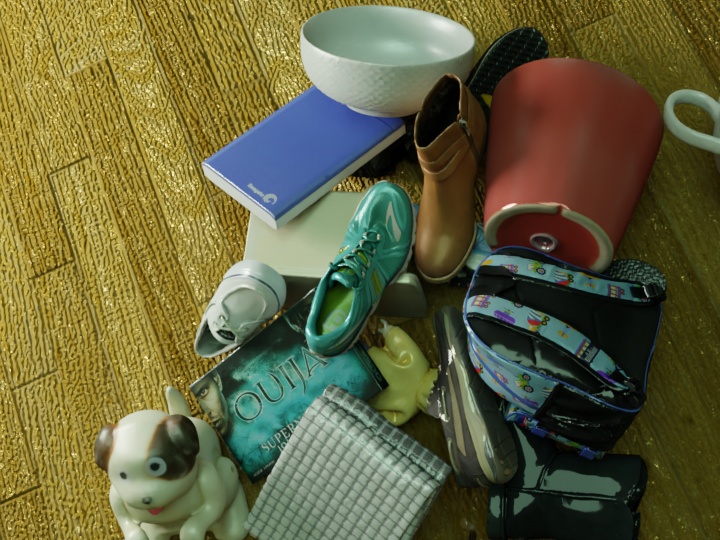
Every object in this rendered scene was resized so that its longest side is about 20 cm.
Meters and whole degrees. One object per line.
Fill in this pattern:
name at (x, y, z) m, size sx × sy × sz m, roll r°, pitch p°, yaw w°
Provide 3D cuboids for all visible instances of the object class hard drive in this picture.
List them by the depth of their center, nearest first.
hard drive at (-0.064, -0.140, 1.341) m, size 0.199 × 0.026 × 0.132 m, roll -38°, pitch 55°, yaw -23°

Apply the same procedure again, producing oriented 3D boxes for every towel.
towel at (-0.012, 0.242, 1.252) m, size 0.165 × 0.085 × 0.201 m, roll 34°, pitch 119°, yaw 12°

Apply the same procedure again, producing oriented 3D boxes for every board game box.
board game box at (-0.083, 0.129, 1.315) m, size 0.199 × 0.028 × 0.136 m, roll -38°, pitch 84°, yaw 19°

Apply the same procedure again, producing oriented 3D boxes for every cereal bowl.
cereal bowl at (0.030, -0.229, 1.329) m, size 0.197 × 0.084 × 0.201 m, roll 2°, pitch 30°, yaw -1°

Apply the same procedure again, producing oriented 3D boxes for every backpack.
backpack at (0.195, 0.076, 1.215) m, size 0.198 × 0.135 × 0.184 m, roll 21°, pitch 48°, yaw 4°

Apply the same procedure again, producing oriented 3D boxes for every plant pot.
plant pot at (0.219, -0.099, 1.281) m, size 0.198 × 0.201 × 0.179 m, roll 11°, pitch 60°, yaw 13°

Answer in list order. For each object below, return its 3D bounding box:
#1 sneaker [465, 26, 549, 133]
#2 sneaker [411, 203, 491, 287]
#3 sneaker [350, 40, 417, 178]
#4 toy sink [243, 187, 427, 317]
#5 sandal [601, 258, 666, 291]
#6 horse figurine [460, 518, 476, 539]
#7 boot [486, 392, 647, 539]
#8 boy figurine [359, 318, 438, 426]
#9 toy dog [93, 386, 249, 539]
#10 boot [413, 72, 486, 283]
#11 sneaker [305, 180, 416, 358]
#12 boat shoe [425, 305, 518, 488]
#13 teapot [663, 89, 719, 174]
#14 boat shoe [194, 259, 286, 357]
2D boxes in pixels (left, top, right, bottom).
sneaker at (0.142, -0.212, 1.410) m, size 0.070 × 0.090 × 0.201 m, roll 41°, pitch 78°, yaw -19°
sneaker at (0.137, -0.027, 1.370) m, size 0.198 × 0.079 × 0.090 m, roll 27°, pitch 60°, yaw 13°
sneaker at (0.037, -0.204, 1.433) m, size 0.113 × 0.076 × 0.202 m, roll 15°, pitch 78°, yaw 12°
toy sink at (-0.020, -0.023, 1.354) m, size 0.197 × 0.131 × 0.114 m, roll 4°, pitch 72°, yaw 12°
sandal at (0.255, 0.056, 1.332) m, size 0.199 × 0.045 × 0.076 m, roll -36°, pitch 63°, yaw 13°
horse figurine at (0.087, 0.338, 1.234) m, size 0.200 × 0.133 × 0.050 m, roll -43°, pitch 50°, yaw 3°
boot at (0.224, 0.200, 1.266) m, size 0.166 × 0.076 × 0.203 m, roll 1°, pitch 75°, yaw 12°
boy figurine at (0.032, 0.118, 1.327) m, size 0.197 × 0.064 × 0.126 m, roll 9°, pitch 99°, yaw 11°
toy dog at (-0.204, 0.213, 1.271) m, size 0.138 × 0.200 × 0.197 m, roll 2°, pitch 73°, yaw 10°
boot at (0.091, -0.098, 1.260) m, size 0.076 × 0.155 × 0.202 m, roll 17°, pitch 79°, yaw 18°
sneaker at (0.000, 0.000, 1.232) m, size 0.077 × 0.080 × 0.202 m, roll 23°, pitch 86°, yaw 12°
boat shoe at (0.102, 0.135, 1.243) m, size 0.073 × 0.074 × 0.202 m, roll -27°, pitch 60°, yaw 26°
teapot at (0.461, -0.167, 1.299) m, size 0.197 × 0.200 × 0.147 m, roll -41°, pitch 47°, yaw 14°
boat shoe at (-0.137, 0.054, 1.319) m, size 0.073 × 0.200 × 0.067 m, roll 29°, pitch 62°, yaw -6°
